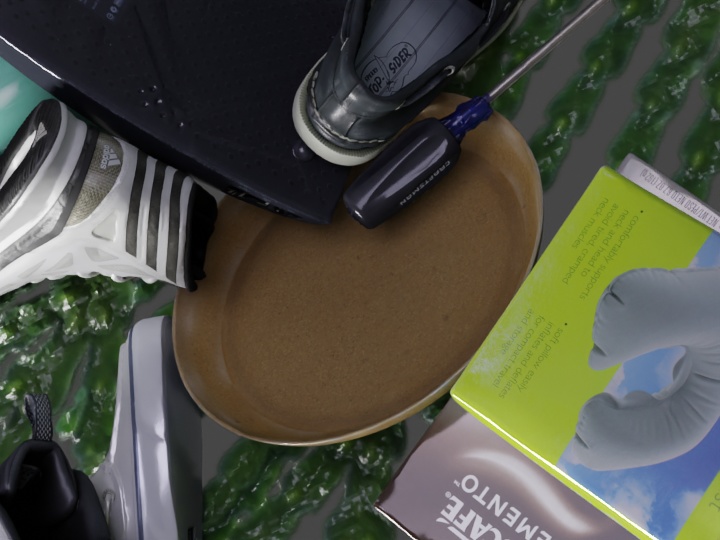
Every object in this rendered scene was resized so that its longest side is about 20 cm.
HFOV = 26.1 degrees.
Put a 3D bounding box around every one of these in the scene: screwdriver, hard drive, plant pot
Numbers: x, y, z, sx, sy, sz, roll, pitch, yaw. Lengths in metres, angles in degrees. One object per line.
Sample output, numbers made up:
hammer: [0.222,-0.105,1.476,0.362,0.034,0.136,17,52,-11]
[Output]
screwdriver: [0.073,-0.088,0.732,0.199,0.029,0.028,-37,35,-2]
hard drive: [-0.085,-0.115,0.749,0.199,0.042,0.136,30,61,-18]
plant pot: [0.000,0.000,0.746,0.199,0.028,0.201,-18,49,22]

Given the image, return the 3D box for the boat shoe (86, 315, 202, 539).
boat shoe: [-0.115,0.123,0.765,0.065,0.074,0.202,-4,78,8]

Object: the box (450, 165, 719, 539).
box: [0.149,0.059,0.630,0.199,0.048,0.122,34,89,29]

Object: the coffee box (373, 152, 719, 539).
coffee box: [0.113,0.064,0.720,0.113,0.080,0.201,36,89,16]

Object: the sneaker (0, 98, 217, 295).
sneaker: [-0.142,-0.006,0.773,0.115,0.200,0.076,25,62,-22]

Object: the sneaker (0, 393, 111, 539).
sneaker: [-0.177,0.118,0.743,0.199,0.077,0.141,27,110,34]

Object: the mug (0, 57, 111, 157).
mug: [-0.203,-0.137,0.809,0.185,0.114,0.152,36,90,16]

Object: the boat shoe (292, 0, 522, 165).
boat shoe: [0.039,-0.140,0.749,0.074,0.066,0.200,41,66,-1]
